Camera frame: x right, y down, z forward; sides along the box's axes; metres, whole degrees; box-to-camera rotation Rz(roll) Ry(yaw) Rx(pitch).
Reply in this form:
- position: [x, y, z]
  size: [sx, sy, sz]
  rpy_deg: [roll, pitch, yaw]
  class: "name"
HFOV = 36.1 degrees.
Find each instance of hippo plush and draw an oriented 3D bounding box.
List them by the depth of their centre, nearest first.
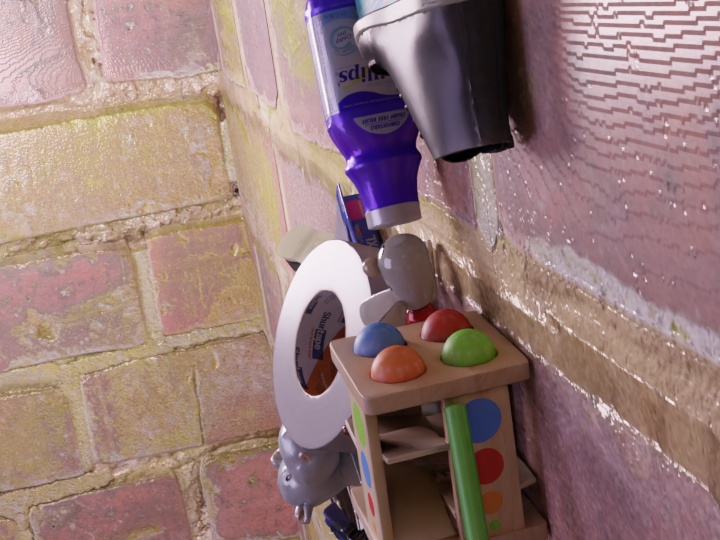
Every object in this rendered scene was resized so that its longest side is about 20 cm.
- position: [-0.023, 0.193, 1.247]
  size: [0.161, 0.158, 0.202]
  rpy_deg: [-112, 15, -44]
  class: "hippo plush"

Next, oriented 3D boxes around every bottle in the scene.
- position: [0.009, -0.137, 0.919]
  size: [0.065, 0.082, 0.204]
  rpy_deg: [156, 103, -79]
  class: "bottle"

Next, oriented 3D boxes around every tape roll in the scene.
- position: [-0.013, 0.075, 1.078]
  size: [0.200, 0.065, 0.204]
  rpy_deg: [-28, 57, 55]
  class: "tape roll"

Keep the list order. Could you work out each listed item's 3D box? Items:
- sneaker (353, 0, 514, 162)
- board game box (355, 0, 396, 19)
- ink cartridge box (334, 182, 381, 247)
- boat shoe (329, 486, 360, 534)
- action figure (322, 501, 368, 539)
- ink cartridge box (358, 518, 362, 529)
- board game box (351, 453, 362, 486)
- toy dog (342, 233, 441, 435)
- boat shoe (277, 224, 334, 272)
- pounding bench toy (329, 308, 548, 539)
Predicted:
- position: [0.045, -0.125, 0.749]
  size: [0.200, 0.073, 0.108]
  rpy_deg: [-167, 69, -78]
  class: "sneaker"
- position: [0.017, -0.281, 0.816]
  size: [0.151, 0.046, 0.204]
  rpy_deg: [166, 93, -80]
  class: "board game box"
- position: [0.000, 0.000, 1.251]
  size: [0.201, 0.041, 0.121]
  rpy_deg: [92, 164, -61]
  class: "ink cartridge box"
- position: [-0.023, 0.392, 1.745]
  size: [0.071, 0.063, 0.203]
  rpy_deg: [100, 157, -65]
  class: "boat shoe"
- position: [0.056, 0.284, 1.068]
  size: [0.200, 0.104, 0.194]
  rpy_deg: [46, 156, 10]
  class: "action figure"
- position: [0.052, 0.446, 1.451]
  size: [0.196, 0.043, 0.204]
  rpy_deg: [-144, 41, -74]
  class: "ink cartridge box"
- position: [0.024, 0.120, 1.098]
  size: [0.136, 0.028, 0.201]
  rpy_deg: [-57, 35, 29]
  class: "board game box"
- position: [0.022, 0.073, 0.932]
  size: [0.132, 0.094, 0.204]
  rpy_deg: [-23, -74, -84]
  class: "toy dog"
- position: [-0.048, -0.008, 1.465]
  size: [0.063, 0.074, 0.201]
  rpy_deg: [44, 175, -25]
  class: "boat shoe"
- position: [0.063, 0.126, 0.791]
  size: [0.200, 0.122, 0.159]
  rpy_deg: [-131, 32, -70]
  class: "pounding bench toy"
